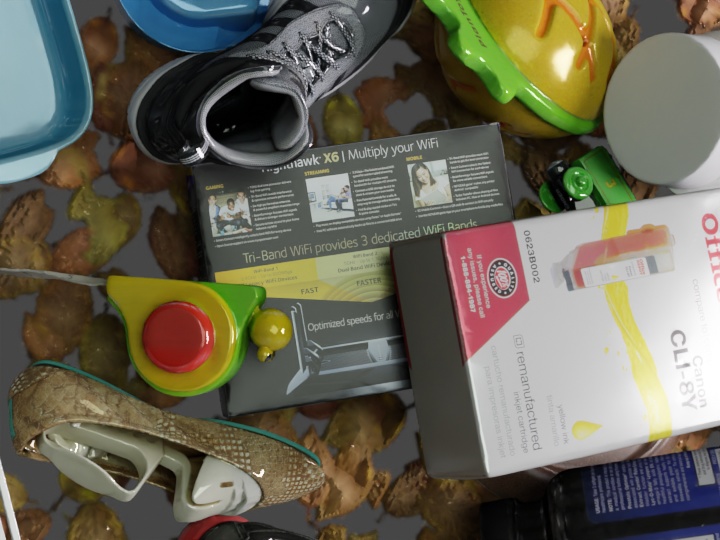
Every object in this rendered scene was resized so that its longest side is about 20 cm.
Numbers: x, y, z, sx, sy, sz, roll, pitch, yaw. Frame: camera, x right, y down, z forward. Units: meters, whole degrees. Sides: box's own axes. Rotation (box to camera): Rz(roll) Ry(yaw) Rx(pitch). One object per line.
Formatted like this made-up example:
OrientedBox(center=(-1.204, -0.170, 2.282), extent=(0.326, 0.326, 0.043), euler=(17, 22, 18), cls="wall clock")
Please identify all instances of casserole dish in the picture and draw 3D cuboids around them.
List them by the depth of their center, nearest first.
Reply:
OrientedBox(center=(-0.236, -0.148, 1.135), extent=(0.121, 0.039, 0.201), euler=(-17, 90, -20), cls="casserole dish")

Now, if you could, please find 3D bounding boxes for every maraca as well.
OrientedBox(center=(0.096, -0.145, 1.191), extent=(0.200, 0.107, 0.137), euler=(5, 49, -59), cls="maraca")

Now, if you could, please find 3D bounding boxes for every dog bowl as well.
OrientedBox(center=(-0.067, -0.194, 1.194), extent=(0.199, 0.050, 0.112), euler=(-10, 88, -21), cls="dog bowl")

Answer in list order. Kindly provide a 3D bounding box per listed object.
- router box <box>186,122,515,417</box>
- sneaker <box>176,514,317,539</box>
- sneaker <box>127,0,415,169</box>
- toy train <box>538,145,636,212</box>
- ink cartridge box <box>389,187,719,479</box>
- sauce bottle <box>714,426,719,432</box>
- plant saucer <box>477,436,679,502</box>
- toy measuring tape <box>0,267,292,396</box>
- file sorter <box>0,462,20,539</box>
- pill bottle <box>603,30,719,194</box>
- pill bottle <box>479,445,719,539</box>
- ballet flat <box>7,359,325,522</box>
OrientedBox(center=(0.000, 0.000, 1.179), extent=(0.199, 0.052, 0.158), euler=(-8, 87, -9), cls="router box")
OrientedBox(center=(-0.019, 0.214, 1.146), extent=(0.200, 0.098, 0.071), euler=(33, 73, -15), cls="sneaker")
OrientedBox(center=(-0.037, -0.118, 1.117), extent=(0.200, 0.114, 0.076), euler=(-33, 115, -11), cls="sneaker")
OrientedBox(center=(0.186, 0.010, 1.234), extent=(0.056, 0.042, 0.200), euler=(-32, 91, -33), cls="toy train")
OrientedBox(center=(0.132, 0.036, 1.132), extent=(0.199, 0.083, 0.146), euler=(-10, 88, -24), cls="ink cartridge box")
OrientedBox(center=(0.302, 0.025, 1.297), extent=(0.066, 0.066, 0.200), euler=(35, 74, -13), cls="sauce bottle")
OrientedBox(center=(0.141, 0.062, 1.252), extent=(0.200, 0.034, 0.201), euler=(2, 84, -18), cls="plant saucer")
OrientedBox(center=(-0.138, 0.037, 1.113), extent=(0.199, 0.074, 0.074), euler=(4, 82, 10), cls="toy measuring tape")
OrientedBox(center=(-0.290, 0.160, 1.041), extent=(0.200, 0.124, 0.139), euler=(-15, 90, -21), cls="file sorter")
OrientedBox(center=(0.256, -0.096, 1.228), extent=(0.200, 0.114, 0.115), euler=(3, 83, -46), cls="pill bottle")
OrientedBox(center=(0.179, 0.173, 1.184), extent=(0.199, 0.112, 0.112), euler=(-9, 87, 7), cls="pill bottle")
OrientedBox(center=(-0.119, 0.117, 1.132), extent=(0.199, 0.071, 0.065), euler=(18, 49, -10), cls="ballet flat")
